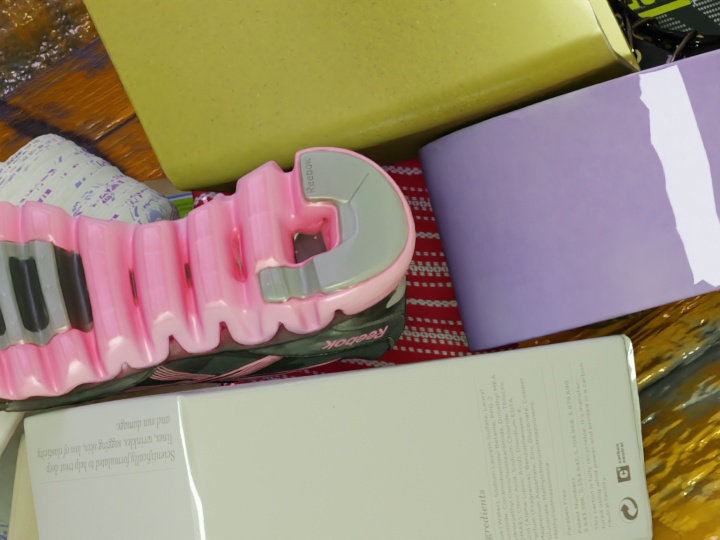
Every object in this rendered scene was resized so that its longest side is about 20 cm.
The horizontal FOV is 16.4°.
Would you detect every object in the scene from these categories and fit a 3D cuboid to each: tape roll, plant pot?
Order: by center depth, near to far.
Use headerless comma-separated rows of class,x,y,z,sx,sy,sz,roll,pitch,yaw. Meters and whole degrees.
tape roll,0.128,-0.034,0.985,0.198,0.086,0.200,-16,-2,0
plant pot,-0.013,-0.129,0.988,0.175,0.201,0.200,-26,-3,9

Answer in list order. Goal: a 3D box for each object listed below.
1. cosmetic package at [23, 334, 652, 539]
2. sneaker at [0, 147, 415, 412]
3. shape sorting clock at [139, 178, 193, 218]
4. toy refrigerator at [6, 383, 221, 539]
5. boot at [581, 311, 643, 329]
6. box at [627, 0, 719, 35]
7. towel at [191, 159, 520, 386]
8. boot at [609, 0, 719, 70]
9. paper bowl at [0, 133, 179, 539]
cosmetic package,-0.006,0.075,0.889,0.199,0.082,0.112,-4,-4,-38
sneaker,-0.073,0.018,0.897,0.198,0.080,0.096,-8,-25,7
shape sorting clock,-0.133,0.028,1.245,0.199,0.039,0.201,-16,39,13
toy refrigerator,-0.071,0.055,1.044,0.070,0.076,0.200,21,35,11
boot,0.061,0.001,1.198,0.199,0.066,0.175,-24,13,37
box,0.146,-0.164,1.351,0.199,0.161,0.044,-13,22,49
towel,0.000,0.000,1.063,0.201,0.143,0.023,-102,28,-47
boot,0.132,-0.127,1.277,0.199,0.151,0.073,-15,22,48
paper bowl,-0.167,0.035,1.034,0.202,0.104,0.201,-61,-4,-6
